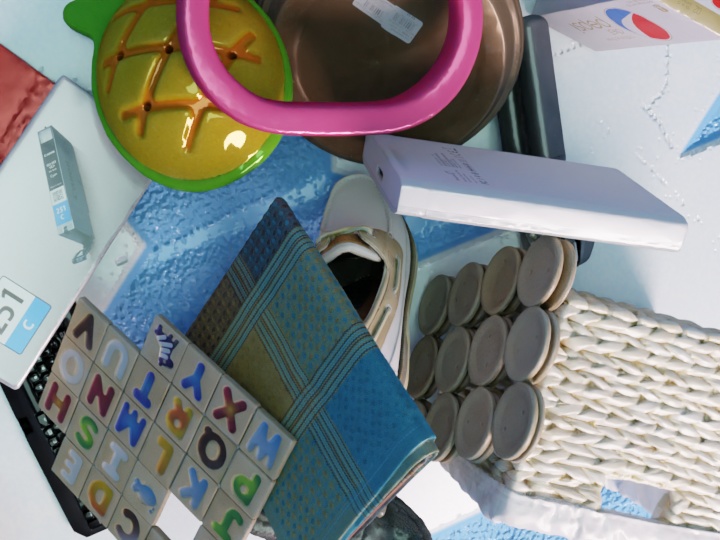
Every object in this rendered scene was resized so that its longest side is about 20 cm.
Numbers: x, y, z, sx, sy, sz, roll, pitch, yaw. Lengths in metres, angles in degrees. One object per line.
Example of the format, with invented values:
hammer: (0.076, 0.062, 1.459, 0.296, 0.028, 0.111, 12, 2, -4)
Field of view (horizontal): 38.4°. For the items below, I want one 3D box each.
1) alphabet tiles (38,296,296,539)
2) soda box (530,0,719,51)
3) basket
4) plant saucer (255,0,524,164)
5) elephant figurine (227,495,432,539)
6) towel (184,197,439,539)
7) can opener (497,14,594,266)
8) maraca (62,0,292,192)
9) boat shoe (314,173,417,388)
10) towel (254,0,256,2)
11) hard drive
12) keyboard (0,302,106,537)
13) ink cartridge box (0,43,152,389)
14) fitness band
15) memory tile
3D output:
alphabet tiles: (-0.146, 0.117, 0.711, 0.199, 0.008, 0.169, 38, 116, 22)
soda box: (0.193, -0.201, 0.730, 0.067, 0.200, 0.065, 22, 94, -14)
basket: (0.174, 0.102, 0.776, 0.195, 0.200, 0.164, 14, 94, -14)
plant saucer: (0.019, -0.155, 0.736, 0.196, 0.030, 0.203, 2, 129, 2)
elephant figurine: (-0.033, 0.155, 0.734, 0.140, 0.203, 0.155, 20, 137, -28)
towel: (-0.040, 0.075, 0.661, 0.021, 0.201, 0.147, 2, 136, -46)
can opener: (0.147, -0.099, 0.823, 0.066, 0.053, 0.204, -19, 104, -42)
maraca: (-0.126, -0.147, 0.708, 0.136, 0.107, 0.202, -30, 76, -3)
boat shoe: (0.000, 0.000, 0.728, 0.073, 0.203, 0.069, -15, 139, 11)
towel: (-0.068, -0.255, 0.759, 0.143, 0.022, 0.203, -24, 105, -10)
hard drive: (0.108, -0.056, 0.716, 0.196, 0.132, 0.027, 7, 110, -13)
keyboard: (-0.209, 0.100, 0.775, 0.103, 0.040, 0.203, -24, 104, -7)
ink cartridge box: (-0.260, -0.050, 0.721, 0.175, 0.045, 0.202, 34, 80, -16)
fitness band: (-0.016, -0.158, 0.648, 0.196, 0.037, 0.147, -3, 104, -19)
memory tile: (0.083, 0.062, 0.737, 0.017, 0.199, 0.156, 17, 73, -20)
